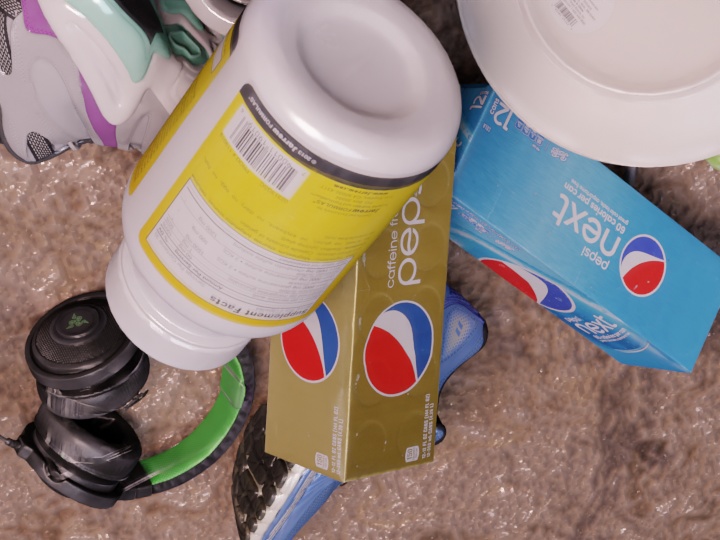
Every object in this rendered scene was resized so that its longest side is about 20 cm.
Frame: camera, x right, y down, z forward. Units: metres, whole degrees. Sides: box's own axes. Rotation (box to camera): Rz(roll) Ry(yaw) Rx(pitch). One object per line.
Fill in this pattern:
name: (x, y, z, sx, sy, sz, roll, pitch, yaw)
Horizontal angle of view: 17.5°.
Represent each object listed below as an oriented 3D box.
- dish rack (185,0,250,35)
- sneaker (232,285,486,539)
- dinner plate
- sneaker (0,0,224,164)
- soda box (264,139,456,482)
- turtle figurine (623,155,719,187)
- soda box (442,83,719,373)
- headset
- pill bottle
dish rack: (-0.027, -0.218, 1.088, 0.199, 0.044, 0.172, -26, 109, 25)
sneaker: (0.001, 0.091, 1.312, 0.089, 0.079, 0.200, 29, 111, -26)
dinner plate: (0.143, -0.152, 1.158, 0.198, 0.024, 0.202, 0, 90, 12)
sneaker: (-0.130, -0.084, 1.183, 0.139, 0.078, 0.200, -26, 137, 23)
soda box: (0.000, 0.000, 1.191, 0.067, 0.064, 0.202, -8, 107, -43)
turtle figurine: (0.207, -0.115, 1.245, 0.143, 0.200, 0.196, 0, 104, 11)
soda box: (0.110, -0.022, 1.270, 0.199, 0.064, 0.068, 35, 74, -30)
headset: (-0.147, 0.081, 1.265, 0.198, 0.094, 0.124, -6, 124, -25)
pill bottle: (-0.045, -0.039, 1.097, 0.111, 0.113, 0.200, 16, 139, -23)
